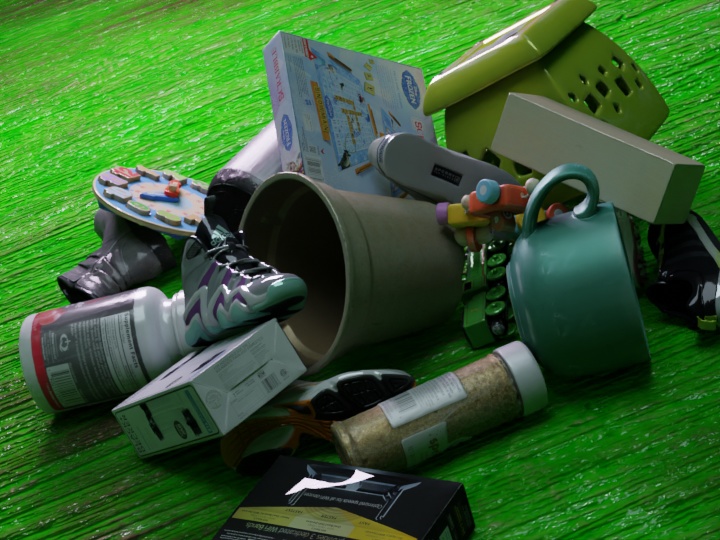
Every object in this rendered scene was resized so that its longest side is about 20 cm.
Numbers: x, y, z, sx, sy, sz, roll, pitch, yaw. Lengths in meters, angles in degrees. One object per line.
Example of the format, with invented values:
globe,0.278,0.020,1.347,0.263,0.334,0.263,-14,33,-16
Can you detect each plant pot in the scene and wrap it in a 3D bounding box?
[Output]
plant pot,0.199,-0.183,1.785,0.198,0.183,0.200,-24,11,39
plant pot,0.000,0.000,1.628,0.182,0.203,0.200,-4,15,-38

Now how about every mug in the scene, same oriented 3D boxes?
mug,0.199,0.008,1.514,0.113,0.187,0.152,-14,-16,10

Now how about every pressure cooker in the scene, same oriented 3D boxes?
pressure cooker,-0.058,-0.099,1.831,0.200,0.179,0.176,-46,6,-28

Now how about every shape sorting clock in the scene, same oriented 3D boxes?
shape sorting clock,-0.238,-0.088,1.998,0.197,0.040,0.200,11,19,-4

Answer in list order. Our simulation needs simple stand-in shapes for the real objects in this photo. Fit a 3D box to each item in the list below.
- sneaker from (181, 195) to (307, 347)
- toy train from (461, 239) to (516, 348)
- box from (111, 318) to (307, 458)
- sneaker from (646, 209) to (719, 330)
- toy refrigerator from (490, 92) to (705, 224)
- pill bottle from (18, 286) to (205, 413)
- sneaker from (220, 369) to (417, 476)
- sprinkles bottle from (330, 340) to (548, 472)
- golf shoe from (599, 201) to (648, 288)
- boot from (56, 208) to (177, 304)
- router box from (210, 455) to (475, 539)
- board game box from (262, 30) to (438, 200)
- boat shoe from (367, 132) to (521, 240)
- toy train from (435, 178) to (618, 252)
sneaker,-0.129,-0.009,1.583,0.077,0.142,0.199,-5,-10,-38
toy train,0.135,0.016,1.689,0.056,0.042,0.201,-21,26,16
box,-0.151,0.118,1.556,0.116,0.060,0.199,-37,7,-31
sneaker,0.314,-0.002,1.572,0.082,0.073,0.200,-15,27,-10
toy refrigerator,0.235,-0.110,1.599,0.199,0.071,0.076,27,17,32
pill bottle,-0.256,0.080,1.715,0.197,0.112,0.111,-13,28,8
sneaker,-0.042,0.128,1.551,0.198,0.077,0.092,-15,23,1
sprinkles bottle,0.073,0.134,1.476,0.198,0.069,0.068,-23,28,-10
golf shoe,0.249,-0.043,1.694,0.090,0.076,0.201,-16,26,10
boot,-0.325,-0.016,1.982,0.131,0.070,0.199,-34,27,-19
router box,-0.024,0.236,1.361,0.198,0.053,0.157,4,35,35
board game box,-0.003,-0.149,1.743,0.041,0.198,0.202,-39,51,44
boat shoe,0.094,-0.091,1.701,0.070,0.198,0.072,17,85,66
toy train,0.162,-0.045,1.594,0.199,0.056,0.149,8,-13,-44
